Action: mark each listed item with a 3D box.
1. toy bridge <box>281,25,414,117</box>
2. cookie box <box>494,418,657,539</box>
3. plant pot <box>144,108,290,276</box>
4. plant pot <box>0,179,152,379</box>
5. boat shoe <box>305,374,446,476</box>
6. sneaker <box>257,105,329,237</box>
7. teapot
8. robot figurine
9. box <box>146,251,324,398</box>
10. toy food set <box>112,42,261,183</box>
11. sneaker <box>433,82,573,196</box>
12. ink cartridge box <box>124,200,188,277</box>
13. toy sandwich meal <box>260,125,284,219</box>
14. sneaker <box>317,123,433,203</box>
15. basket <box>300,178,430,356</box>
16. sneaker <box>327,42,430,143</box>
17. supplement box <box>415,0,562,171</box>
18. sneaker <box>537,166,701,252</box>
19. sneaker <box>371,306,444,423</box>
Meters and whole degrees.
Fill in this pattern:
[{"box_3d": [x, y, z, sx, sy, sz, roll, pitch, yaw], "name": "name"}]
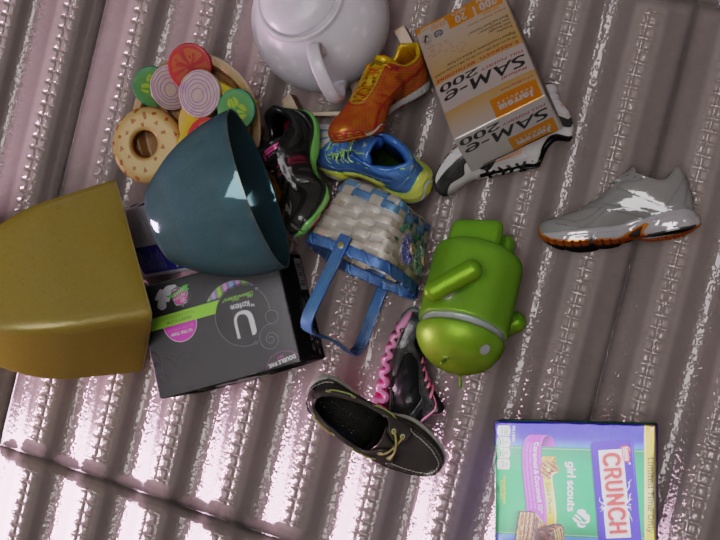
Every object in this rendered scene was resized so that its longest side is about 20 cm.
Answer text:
[{"box_3d": [-0.005, -0.246, 1.738, 0.198, 0.027, 0.068, -29, 83, 12], "name": "toy bridge"}, {"box_3d": [0.268, 0.271, 1.631, 0.197, 0.075, 0.174, -1, 88, 14], "name": "cookie box"}, {"box_3d": [-0.183, -0.077, 1.591, 0.133, 0.200, 0.203, -19, 84, 7], "name": "plant pot"}, {"box_3d": [-0.390, 0.029, 1.682, 0.198, 0.196, 0.196, -12, 68, -20], "name": "plant pot"}, {"box_3d": [0.019, 0.204, 1.638, 0.200, 0.061, 0.072, 30, 100, -7], "name": "boat shoe"}, {"box_3d": [-0.092, -0.125, 1.654, 0.077, 0.083, 0.202, -42, 42, 34], "name": "sneaker"}, {"box_3d": [-0.062, -0.330, 1.677, 0.198, 0.146, 0.199, 26, 87, 23], "name": "teapot"}, {"box_3d": [0.134, 0.039, 1.633, 0.114, 0.176, 0.202, 4, 66, 29], "name": "robot figurine"}, {"box_3d": [-0.169, 0.072, 1.724, 0.198, 0.124, 0.151, -16, 84, 12], "name": "box"}, {"box_3d": [-0.220, -0.187, 1.706, 0.198, 0.049, 0.200, 28, 105, 17], "name": "toy food set"}, {"box_3d": [0.182, -0.150, 1.665, 0.199, 0.074, 0.080, -36, 83, 12], "name": "sneaker"}, {"box_3d": [-0.265, -0.046, 1.748, 0.199, 0.039, 0.100, -7, 111, 51], "name": "ink cartridge box"}, {"box_3d": [-0.181, -0.108, 1.757, 0.202, 0.070, 0.208, 0, 88, 14], "name": "toy sandwich meal"}, {"box_3d": [0.000, -0.157, 1.682, 0.198, 0.105, 0.076, 21, 74, 22], "name": "sneaker"}, {"box_3d": [0.000, 0.000, 1.656, 0.138, 0.176, 0.202, 25, 87, 24], "name": "basket"}, {"box_3d": [0.015, -0.222, 1.647, 0.072, 0.200, 0.078, 2, 126, 36], "name": "sneaker"}, {"box_3d": [0.156, -0.239, 1.627, 0.125, 0.074, 0.202, -25, 52, 12], "name": "supplement box"}, {"box_3d": [0.317, -0.078, 1.635, 0.197, 0.076, 0.093, -8, 79, 6], "name": "sneaker"}, {"box_3d": [0.067, 0.147, 1.689, 0.094, 0.079, 0.203, 14, 103, 8], "name": "sneaker"}]
